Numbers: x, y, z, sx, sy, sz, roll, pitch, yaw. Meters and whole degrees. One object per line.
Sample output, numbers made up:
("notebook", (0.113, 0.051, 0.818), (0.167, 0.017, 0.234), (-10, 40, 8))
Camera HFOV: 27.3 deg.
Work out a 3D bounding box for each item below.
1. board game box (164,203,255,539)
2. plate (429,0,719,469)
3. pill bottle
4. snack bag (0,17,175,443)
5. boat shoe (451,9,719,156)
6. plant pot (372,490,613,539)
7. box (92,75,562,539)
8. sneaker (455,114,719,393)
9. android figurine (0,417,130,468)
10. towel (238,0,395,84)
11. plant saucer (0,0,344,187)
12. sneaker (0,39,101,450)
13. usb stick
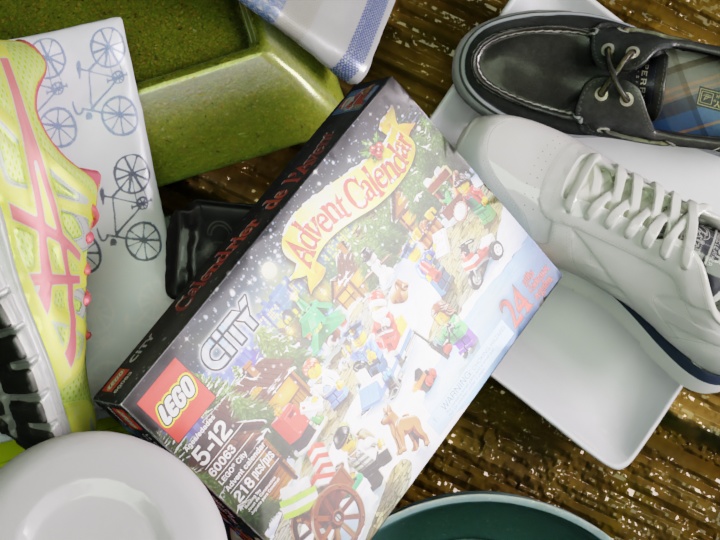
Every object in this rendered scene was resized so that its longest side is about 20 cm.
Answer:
("board game box", (-0.110, 0.071, 0.808), (0.133, 0.029, 0.202), (-6, 90, 0))
("plate", (0.119, -0.028, 0.814), (0.199, 0.032, 0.200), (36, 89, -1))
("pill bottle", (-0.123, 0.154, 0.676), (0.111, 0.200, 0.113), (4, 66, -9))
("snack bag", (-0.186, -0.009, 0.685), (0.199, 0.021, 0.190), (-13, 98, -21))
("boat shoe", (0.147, -0.097, 0.771), (0.198, 0.057, 0.069), (9, 89, -1))
("plant pot", (0.058, 0.204, 0.757), (0.198, 0.134, 0.202), (0, 91, 1))
("box", (-0.009, 0.029, 0.690), (0.137, 0.038, 0.200), (46, 68, -22))
("sneaker", (0.138, -0.020, 0.749), (0.199, 0.080, 0.077), (34, 67, -5))
("android figurine", (-0.178, 0.050, 0.774), (0.199, 0.041, 0.184), (-16, 87, 17))
("towel", (-0.060, -0.193, 0.752), (0.199, 0.024, 0.148), (33, 47, -18))
("plant saucer", (-0.128, -0.140, 0.767), (0.198, 0.048, 0.201), (-18, 69, -3))
("sneaker", (-0.144, -0.010, 0.654), (0.090, 0.078, 0.201), (-31, 117, -39))
("usb stick", (0.000, 0.000, 0.744), (0.198, 0.033, 0.056), (5, 88, -25))
